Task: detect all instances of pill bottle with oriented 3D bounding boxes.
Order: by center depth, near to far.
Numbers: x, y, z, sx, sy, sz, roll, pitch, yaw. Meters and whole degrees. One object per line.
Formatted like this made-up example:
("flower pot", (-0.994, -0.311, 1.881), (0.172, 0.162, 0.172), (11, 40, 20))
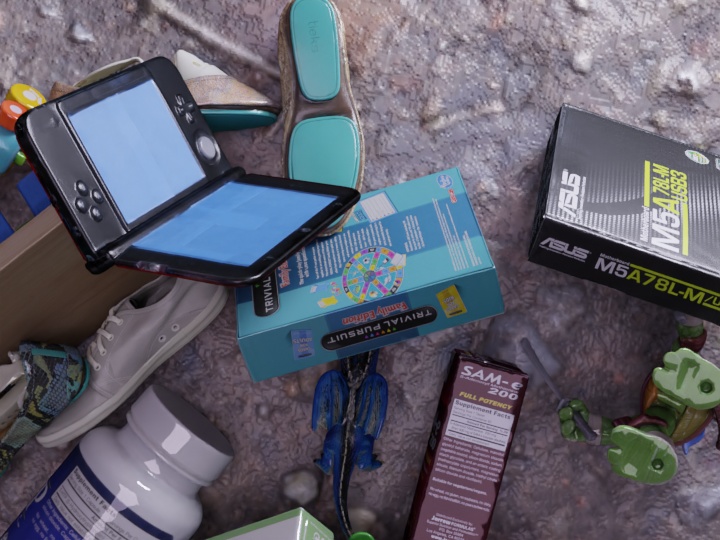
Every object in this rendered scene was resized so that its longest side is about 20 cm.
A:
("pill bottle", (-0.198, 0.196, 1.034), (0.120, 0.120, 0.200), (40, 91, 2))

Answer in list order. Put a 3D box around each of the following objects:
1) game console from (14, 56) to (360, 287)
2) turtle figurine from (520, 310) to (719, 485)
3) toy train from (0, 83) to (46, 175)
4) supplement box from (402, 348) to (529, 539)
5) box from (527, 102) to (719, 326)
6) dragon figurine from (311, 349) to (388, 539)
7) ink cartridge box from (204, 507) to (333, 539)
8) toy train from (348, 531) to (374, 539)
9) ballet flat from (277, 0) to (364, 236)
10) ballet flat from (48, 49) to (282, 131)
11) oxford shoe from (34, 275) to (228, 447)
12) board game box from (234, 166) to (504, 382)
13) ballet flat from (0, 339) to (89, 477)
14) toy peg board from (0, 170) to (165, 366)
("game console", (-0.117, -0.078, 0.921), (0.118, 0.200, 0.173), (-23, 100, 30))
("turtle figurine", (0.204, 0.076, 0.983), (0.143, 0.194, 0.201), (-26, 92, 10))
("toy train", (-0.287, -0.069, 1.015), (0.055, 0.200, 0.151), (29, 78, -17))
("supplement box", (0.078, 0.168, 1.029), (0.060, 0.109, 0.202), (15, 90, 2))
("box", (0.231, -0.043, 0.986), (0.192, 0.200, 0.048), (21, 124, 1))
("dragon figurine", (-0.008, 0.114, 1.019), (0.058, 0.100, 0.201), (6, 56, 4))
("ink cartridge box", (-0.098, 0.278, 0.909), (0.145, 0.201, 0.048), (-23, 129, 28))
("toy train", (0.071, 0.248, 0.958), (0.198, 0.042, 0.057), (15, 102, 1))
("ballet flat", (-0.034, -0.124, 1.053), (0.070, 0.065, 0.202), (0, 82, -6))
("ballet flat", (-0.165, -0.146, 1.062), (0.198, 0.068, 0.068), (-6, 82, 1))
("oxford shoe", (-0.196, 0.064, 1.052), (0.200, 0.075, 0.058), (-43, 115, 0))
("board game box", (0.000, 0.000, 1.014), (0.198, 0.151, 0.047), (-16, 124, 3))
("ballet flat", (-0.300, 0.120, 1.034), (0.074, 0.074, 0.200), (46, 114, 2))
("toy peg board", (-0.275, -0.003, 1.009), (0.199, 0.199, 0.098), (-38, 73, 2))
